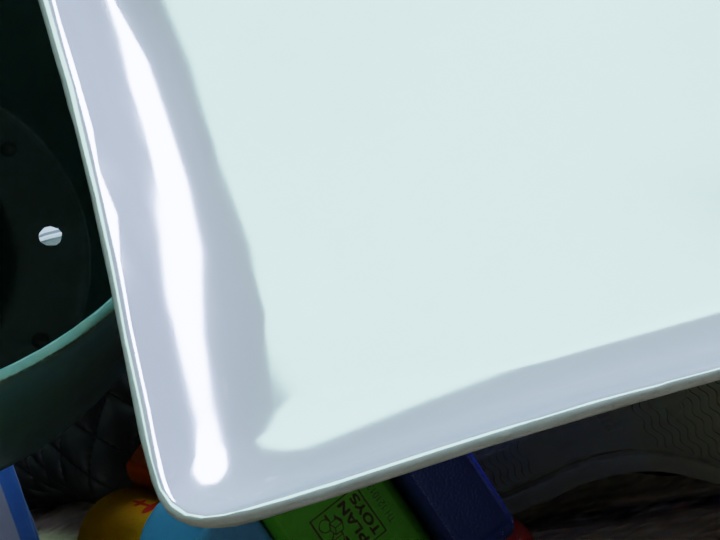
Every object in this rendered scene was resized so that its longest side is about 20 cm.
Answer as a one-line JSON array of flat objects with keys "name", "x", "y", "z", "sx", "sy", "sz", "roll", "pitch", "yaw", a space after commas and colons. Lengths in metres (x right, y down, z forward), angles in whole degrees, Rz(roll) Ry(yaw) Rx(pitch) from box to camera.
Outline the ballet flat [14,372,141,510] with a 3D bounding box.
[{"name": "ballet flat", "x": -0.098, "y": 0.048, "z": 0.961, "sx": 0.066, "sy": 0.057, "sz": 0.200, "roll": -24, "pitch": 10, "yaw": -30}]

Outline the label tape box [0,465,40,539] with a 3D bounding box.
[{"name": "label tape box", "x": -0.209, "y": 0.090, "z": 0.924, "sx": 0.143, "sy": 0.066, "sz": 0.200, "roll": -25, "pitch": 11, "yaw": -30}]

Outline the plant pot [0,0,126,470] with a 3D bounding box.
[{"name": "plant pot", "x": -0.132, "y": -0.029, "z": 0.765, "sx": 0.200, "sy": 0.201, "sz": 0.161, "roll": -22, "pitch": -18, "yaw": -13}]

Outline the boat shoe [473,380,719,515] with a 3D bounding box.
[{"name": "boat shoe", "x": 0.082, "y": 0.015, "z": 0.711, "sx": 0.200, "sy": 0.072, "sz": 0.068, "roll": -13, "pitch": 15, "yaw": 46}]

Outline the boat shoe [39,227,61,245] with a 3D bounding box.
[{"name": "boat shoe", "x": -0.158, "y": 0.037, "z": 1.134, "sx": 0.200, "sy": 0.070, "sz": 0.066, "roll": -20, "pitch": 16, "yaw": 7}]

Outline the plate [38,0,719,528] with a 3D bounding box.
[{"name": "plate", "x": 0.035, "y": -0.043, "z": 0.653, "sx": 0.199, "sy": 0.200, "sz": 0.032, "roll": -15, "pitch": -36, "yaw": -3}]

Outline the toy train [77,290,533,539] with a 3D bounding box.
[{"name": "toy train", "x": -0.050, "y": 0.064, "z": 0.721, "sx": 0.116, "sy": 0.085, "sz": 0.200, "roll": -37, "pitch": 14, "yaw": -17}]
